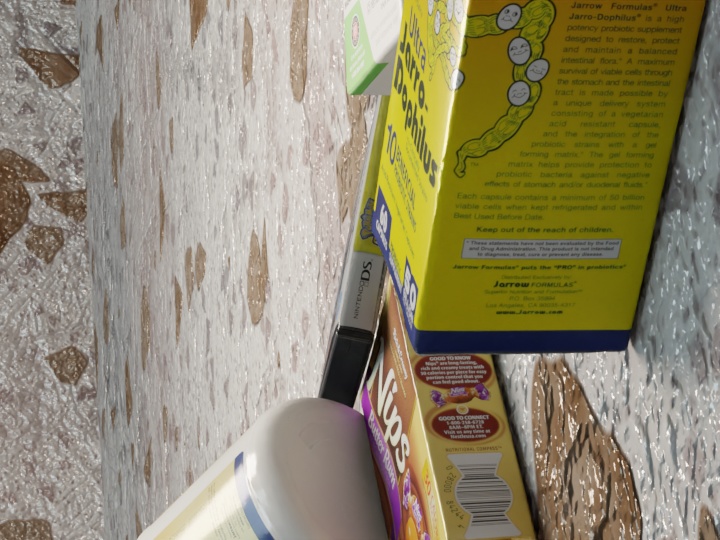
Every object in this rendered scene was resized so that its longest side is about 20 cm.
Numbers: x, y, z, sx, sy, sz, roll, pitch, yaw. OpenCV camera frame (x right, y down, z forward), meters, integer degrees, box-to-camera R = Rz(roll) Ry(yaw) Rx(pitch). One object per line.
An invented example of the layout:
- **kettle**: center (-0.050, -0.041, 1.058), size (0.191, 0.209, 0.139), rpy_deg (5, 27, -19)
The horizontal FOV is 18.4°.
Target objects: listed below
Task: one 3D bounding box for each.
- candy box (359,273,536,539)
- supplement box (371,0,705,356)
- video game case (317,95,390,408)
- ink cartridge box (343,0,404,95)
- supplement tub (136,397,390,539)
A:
- **candy box**: center (0.048, 0.111, 1.292), size (0.117, 0.056, 0.201), rpy_deg (103, 161, -46)
- **supplement box**: center (0.077, -0.073, 1.029), size (0.109, 0.109, 0.201), rpy_deg (-109, 23, -55)
- **video game case**: center (0.000, 0.000, 1.438), size (0.200, 0.025, 0.182), rpy_deg (106, 175, -65)
- **ink cartridge box**: center (0.041, -0.211, 1.242), size (0.145, 0.083, 0.202), rpy_deg (140, 128, -74)
- **supplement tub**: center (-0.061, 0.190, 1.387), size (0.200, 0.144, 0.145), rpy_deg (-45, 39, 31)
